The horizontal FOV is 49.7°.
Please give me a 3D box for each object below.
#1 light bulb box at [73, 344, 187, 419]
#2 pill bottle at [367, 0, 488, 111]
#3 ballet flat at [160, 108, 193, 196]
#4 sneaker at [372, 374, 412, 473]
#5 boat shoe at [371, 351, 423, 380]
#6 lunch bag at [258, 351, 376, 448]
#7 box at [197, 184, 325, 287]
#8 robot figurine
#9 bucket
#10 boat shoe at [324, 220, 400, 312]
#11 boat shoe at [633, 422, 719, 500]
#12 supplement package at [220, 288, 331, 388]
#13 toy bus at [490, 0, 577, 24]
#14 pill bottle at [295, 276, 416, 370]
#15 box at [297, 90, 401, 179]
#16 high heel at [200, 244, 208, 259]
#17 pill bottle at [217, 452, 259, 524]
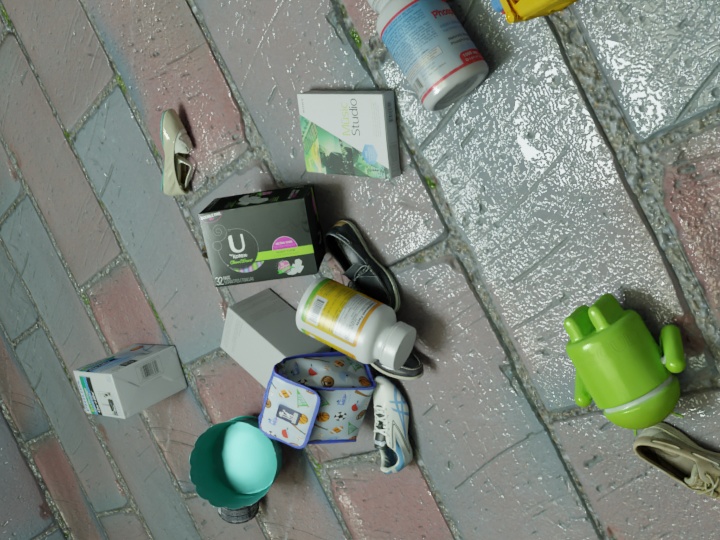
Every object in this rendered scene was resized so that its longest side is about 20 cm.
[{"bbox_3d":[-0.597,0.282,2.013,0.200,0.198,0.125,-3,105,42],"label":"light bulb box"},{"bbox_3d":[0.093,-0.345,1.145,0.109,0.109,0.200,-37,83,46],"label":"pill bottle"},{"bbox_3d":[-0.392,-0.250,1.680,0.069,0.069,0.200,31,129,29],"label":"ballet flat"},{"bbox_3d":[0.054,0.302,1.511,0.072,0.072,0.201,2,109,44],"label":"sneaker"},{"bbox_3d":[0.038,0.132,1.446,0.200,0.073,0.063,34,132,33],"label":"boat shoe"},{"bbox_3d":[-0.090,0.253,1.513,0.124,0.199,0.170,-112,33,-49],"label":"lunch bag"},{"bbox_3d":[-0.179,-0.066,1.454,0.199,0.124,0.149,-8,108,8],"label":"box"},{"bbox_3d":[0.372,0.137,1.107,0.175,0.116,0.200,-34,85,38],"label":"robot figurine"},{"bbox_3d":[-0.276,0.433,1.774,0.206,0.135,0.208,-1,84,5],"label":"bucket"},{"bbox_3d":[0.000,0.000,1.427,0.075,0.062,0.200,-38,84,44],"label":"boat shoe"},{"bbox_3d":[0.488,0.292,1.108,0.200,0.065,0.072,31,128,29],"label":"boat shoe"},{"bbox_3d":[-0.177,0.155,1.620,0.200,0.121,0.120,37,130,25],"label":"supplement package"},{"bbox_3d":[0.216,-0.420,0.998,0.192,0.135,0.201,-18,94,62],"label":"toy bus"},{"bbox_3d":[-0.006,0.098,1.389,0.200,0.111,0.111,25,125,22],"label":"pill bottle"},{"bbox_3d":[-0.022,-0.239,1.354,0.200,0.036,0.145,11,116,40],"label":"box"},{"bbox_3d":[-0.216,-0.022,1.557,0.200,0.142,0.072,27,126,31],"label":"high heel"},{"bbox_3d":[-0.305,0.517,1.919,0.106,0.106,0.201,22,122,34],"label":"pill bottle"}]
